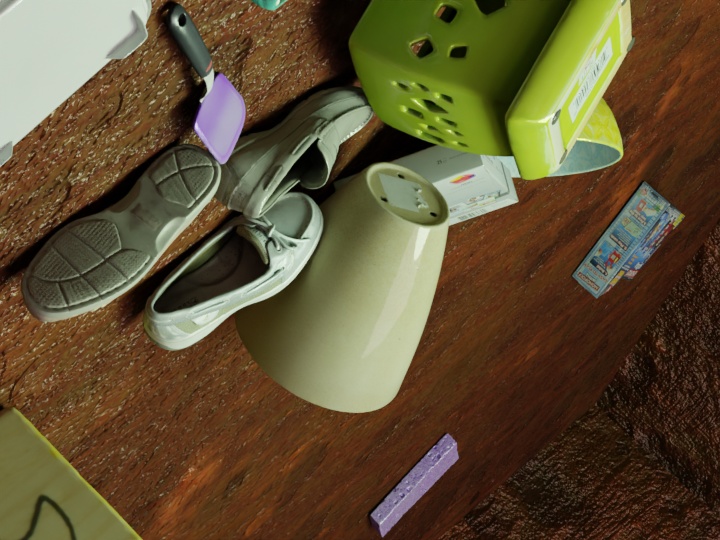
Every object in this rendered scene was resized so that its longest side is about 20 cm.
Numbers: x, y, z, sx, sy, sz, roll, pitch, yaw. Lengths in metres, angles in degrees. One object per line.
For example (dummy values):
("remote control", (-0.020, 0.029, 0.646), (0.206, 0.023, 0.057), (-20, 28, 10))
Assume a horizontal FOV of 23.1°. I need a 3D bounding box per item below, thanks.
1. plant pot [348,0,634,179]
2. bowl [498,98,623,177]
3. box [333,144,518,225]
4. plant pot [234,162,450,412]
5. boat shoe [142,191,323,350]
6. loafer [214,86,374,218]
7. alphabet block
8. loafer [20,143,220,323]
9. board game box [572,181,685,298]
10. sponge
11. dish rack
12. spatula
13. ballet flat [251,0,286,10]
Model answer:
("plant pot", (0.125, -0.202, 1.525), (0.201, 0.180, 0.199), (-59, 164, -8))
("bowl", (0.180, -0.171, 1.881), (0.200, 0.198, 0.109), (31, 58, -73))
("box", (0.072, -0.082, 1.841), (0.155, 0.042, 0.200), (-19, 169, 13))
("plant pot", (0.000, 0.000, 1.706), (0.187, 0.187, 0.201), (-26, 152, -52))
("boat shoe", (-0.114, -0.006, 1.609), (0.201, 0.075, 0.065), (-35, 165, -18))
("loafer", (-0.051, -0.102, 1.553), (0.200, 0.070, 0.070), (-36, 159, -38))
("alphabet block", (-0.317, 0.276, 1.517), (0.200, 0.195, 0.197), (-40, 164, -29))
("loafer", (-0.188, -0.020, 1.401), (0.200, 0.072, 0.063), (-43, 170, -27))
("board game box", (0.452, -0.044, 2.980), (0.200, 0.062, 0.200), (-50, 164, 8))
("sponge", (0.095, 0.374, 3.068), (0.200, 0.030, 0.112), (-45, 163, -12))
("dish rack", (-0.208, -0.143, 1.111), (0.200, 0.044, 0.172), (-43, 164, -14))
("spatula", (-0.119, -0.148, 1.347), (0.200, 0.020, 0.057), (74, 37, -67))
("ballet flat", (-0.023, -0.237, 1.320), (0.200, 0.070, 0.068), (-32, 157, -45))
